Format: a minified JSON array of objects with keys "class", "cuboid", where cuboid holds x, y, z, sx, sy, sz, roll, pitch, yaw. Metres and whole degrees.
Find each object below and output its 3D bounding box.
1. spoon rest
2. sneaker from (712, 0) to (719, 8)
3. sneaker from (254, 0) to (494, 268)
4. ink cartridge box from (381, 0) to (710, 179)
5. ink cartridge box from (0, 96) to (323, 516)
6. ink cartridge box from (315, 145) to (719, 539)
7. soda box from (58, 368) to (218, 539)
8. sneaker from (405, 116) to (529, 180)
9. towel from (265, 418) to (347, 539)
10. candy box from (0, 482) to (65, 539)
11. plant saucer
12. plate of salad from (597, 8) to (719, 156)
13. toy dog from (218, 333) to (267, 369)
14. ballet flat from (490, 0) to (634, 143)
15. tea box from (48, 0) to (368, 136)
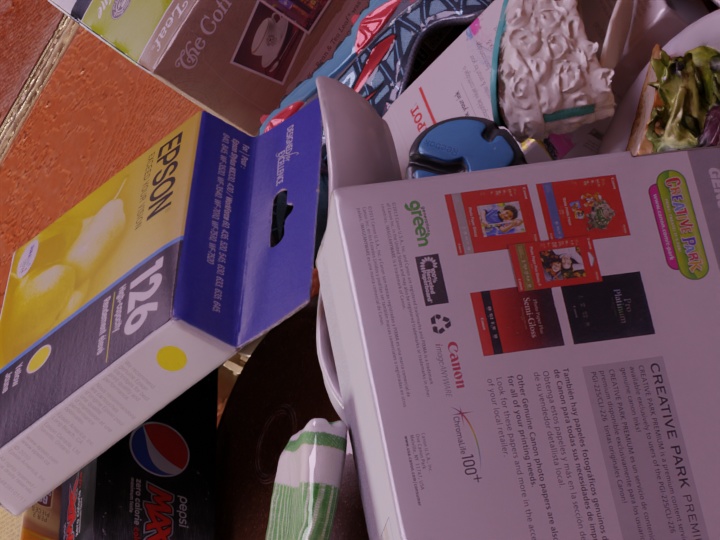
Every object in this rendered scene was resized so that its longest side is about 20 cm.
[{"class":"spoon rest","cuboid":[0.000,0.000,1.118,0.060,0.099,0.201,-14,67,-3]},{"class":"sneaker","cuboid":[0.203,-0.170,1.102,0.116,0.074,0.200,-46,38,12]},{"class":"sneaker","cuboid":[0.010,-0.081,1.286,0.200,0.079,0.096,-56,34,3]},{"class":"ink cartridge box","cuboid":[0.087,-0.076,1.185,0.200,0.067,0.117,-44,35,19]},{"class":"ink cartridge box","cuboid":[-0.108,0.003,1.190,0.200,0.047,0.198,-38,25,23]},{"class":"ink cartridge box","cuboid":[0.086,0.060,0.967,0.084,0.175,0.201,105,156,-67]},{"class":"soda box","cuboid":[-0.115,0.138,1.203,0.063,0.071,0.200,126,152,-45]},{"class":"sneaker","cuboid":[0.080,0.027,1.077,0.073,0.082,0.201,-18,76,-1]},{"class":"towel","cuboid":[-0.040,0.166,1.025,0.153,0.023,0.201,129,155,-81]},{"class":"candy box","cuboid":[-0.150,0.181,1.245,0.055,0.115,0.200,-36,38,34]},{"class":"plant saucer","cuboid":[-0.030,0.093,1.195,0.200,0.037,0.201,-42,38,45]},{"class":"plate of salad","cuboid":[0.158,-0.021,1.018,0.200,0.048,0.201,-15,71,49]},{"class":"toy dog","cuboid":[-0.131,0.037,1.347,0.200,0.132,0.097,-30,73,26]},{"class":"ballet flat","cuboid":[0.100,-0.143,1.119,0.072,0.072,0.201,-28,44,39]},{"class":"tea box","cuboid":[-0.059,-0.194,1.424,0.200,0.133,0.197,-56,31,3]}]
